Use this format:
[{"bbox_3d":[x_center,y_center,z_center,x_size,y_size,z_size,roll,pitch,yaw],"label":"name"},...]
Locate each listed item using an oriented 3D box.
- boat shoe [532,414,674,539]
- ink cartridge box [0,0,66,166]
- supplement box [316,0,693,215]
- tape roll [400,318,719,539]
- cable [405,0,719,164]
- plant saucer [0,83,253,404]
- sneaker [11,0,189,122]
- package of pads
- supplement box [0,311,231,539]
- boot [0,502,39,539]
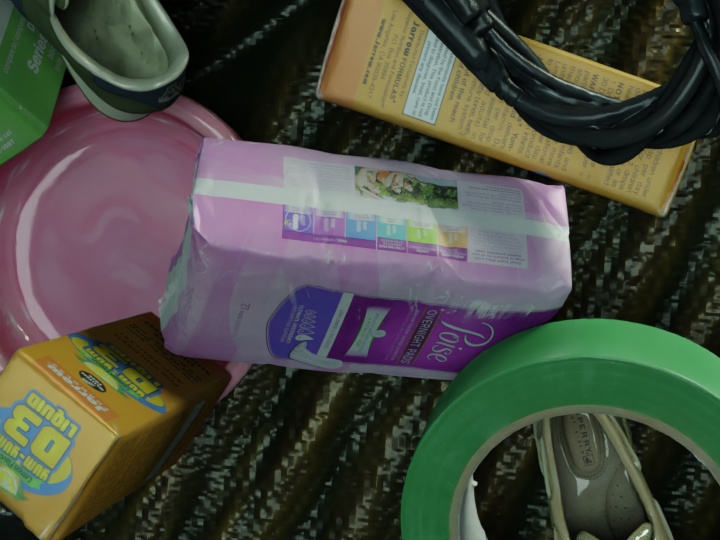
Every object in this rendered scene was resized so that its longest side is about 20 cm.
[{"bbox_3d":[0.140,0.155,0.834,0.071,0.065,0.202,-17,91,11],"label":"boat shoe"},{"bbox_3d":[-0.278,-0.128,0.810,0.145,0.085,0.200,-27,127,29],"label":"ink cartridge box"},{"bbox_3d":[0.081,-0.092,0.817,0.198,0.067,0.070,18,98,9],"label":"supplement box"},{"bbox_3d":[0.121,0.126,0.768,0.198,0.048,0.203,5,112,12],"label":"tape roll"},{"bbox_3d":[0.111,-0.147,0.719,0.200,0.051,0.163,46,113,8],"label":"cable"},{"bbox_3d":[-0.137,-0.008,0.879,0.198,0.051,0.203,1,95,11],"label":"plant saucer"},{"bbox_3d":[-0.156,-0.162,0.770,0.067,0.090,0.201,-46,109,-16],"label":"sneaker"},{"bbox_3d":[0.000,0.000,0.786,0.197,0.121,0.077,7,60,-13],"label":"package of pads"},{"bbox_3d":[-0.128,0.072,0.756,0.066,0.200,0.069,37,100,5],"label":"supplement box"},{"bbox_3d":[-0.260,0.153,0.901,0.201,0.073,0.156,5,110,26],"label":"boot"}]
